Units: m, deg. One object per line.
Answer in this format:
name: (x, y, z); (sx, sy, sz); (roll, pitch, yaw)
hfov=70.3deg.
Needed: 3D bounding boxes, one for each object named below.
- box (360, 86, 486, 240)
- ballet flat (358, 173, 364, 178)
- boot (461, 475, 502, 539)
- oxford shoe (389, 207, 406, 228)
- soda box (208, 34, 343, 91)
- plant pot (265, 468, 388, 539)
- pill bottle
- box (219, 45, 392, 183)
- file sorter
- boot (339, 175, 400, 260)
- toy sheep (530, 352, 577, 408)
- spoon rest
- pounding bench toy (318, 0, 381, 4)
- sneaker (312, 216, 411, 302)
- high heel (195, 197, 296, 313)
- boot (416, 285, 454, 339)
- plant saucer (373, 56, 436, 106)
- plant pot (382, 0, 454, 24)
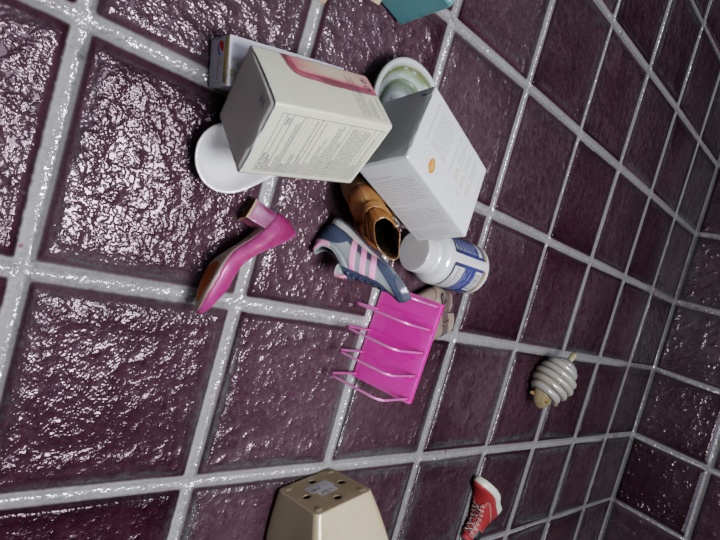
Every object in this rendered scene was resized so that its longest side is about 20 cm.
box: (0.110, -0.172, 0.867); (0.200, 0.105, 0.154); (45, 57, -37)
ballet flat: (0.034, -0.193, 0.937); (0.198, 0.057, 0.067); (7, 107, -42)
boot: (0.335, 0.691, 1.466); (0.144, 0.072, 0.202); (-41, 130, -23)
oxford shoe: (0.105, -0.107, 0.998); (0.199, 0.070, 0.075); (22, 65, -53)
soda box: (-0.123, -0.290, 0.768); (0.198, 0.063, 0.069); (-2, 104, -40)
plant pot: (-0.065, 0.506, 0.983); (0.198, 0.198, 0.180); (-5, 96, -40)
pill bottle: (0.175, -0.021, 1.079); (0.198, 0.110, 0.113); (15, 93, -43)
box: (-0.077, -0.211, 0.726); (0.198, 0.110, 0.128); (-2, 149, -40)
file sorter: (0.046, 0.132, 0.975); (0.125, 0.138, 0.203); (19, 90, -58)
boot: (0.041, -0.069, 0.903); (0.076, 0.156, 0.201); (-30, 133, -3)
toy sheep: (0.585, 0.327, 1.536); (0.201, 0.137, 0.138); (-52, 130, -11)
spoon rest: (-0.155, -0.171, 0.777); (0.198, 0.060, 0.101); (-12, 111, -39)
pounding bench toy: (-0.054, -0.465, 0.705); (0.198, 0.157, 0.124); (22, 121, -43)
sneaker: (0.000, 0.000, 0.899); (0.082, 0.200, 0.070); (-44, 164, -9)
high heel: (-0.178, -0.008, 0.804); (0.096, 0.067, 0.202); (37, 65, -31)
boot: (0.149, 0.135, 1.134); (0.145, 0.070, 0.204); (-2, 104, -43)
plant saucer: (0.076, -0.282, 0.943); (0.198, 0.050, 0.204); (-5, 97, -45)
plant pot: (0.066, -0.534, 0.814); (0.199, 0.141, 0.143); (29, 84, -35)
